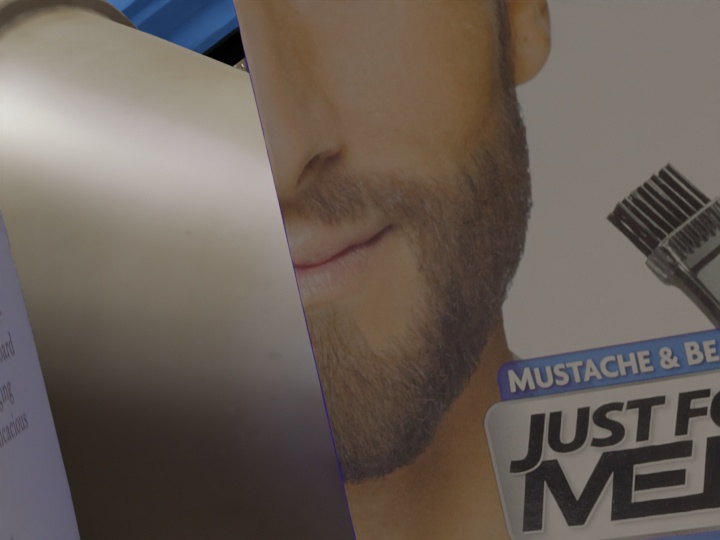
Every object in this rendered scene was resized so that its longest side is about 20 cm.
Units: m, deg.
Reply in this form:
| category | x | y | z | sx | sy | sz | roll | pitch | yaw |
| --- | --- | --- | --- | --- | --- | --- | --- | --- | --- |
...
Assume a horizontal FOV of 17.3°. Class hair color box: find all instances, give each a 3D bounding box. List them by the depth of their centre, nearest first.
| category | x | y | z | sx | sy | sz | roll | pitch | yaw |
| --- | --- | --- | --- | --- | --- | --- | --- | --- | --- |
| hair color box | 0.046 | -0.004 | 0.495 | 0.109 | 0.201 | 0.065 | -10 | 5 | 25 |

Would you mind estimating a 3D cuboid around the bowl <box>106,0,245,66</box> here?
| category | x | y | z | sx | sy | sz | roll | pitch | yaw |
| --- | --- | --- | --- | --- | --- | --- | --- | --- | --- |
| bowl | -0.068 | -0.093 | 0.913 | 0.200 | 0.039 | 0.201 | -37 | 3 | 3 |

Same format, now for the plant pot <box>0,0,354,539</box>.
| category | x | y | z | sx | sy | sz | roll | pitch | yaw |
| --- | --- | --- | --- | --- | --- | --- | --- | --- | --- |
| plant pot | -0.046 | 0.026 | 0.644 | 0.173 | 0.201 | 0.200 | 9 | 14 | 23 |

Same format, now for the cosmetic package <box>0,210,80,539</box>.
| category | x | y | z | sx | sy | sz | roll | pitch | yaw |
| --- | --- | --- | --- | --- | --- | --- | --- | --- | --- |
| cosmetic package | -0.163 | 0.046 | 0.490 | 0.167 | 0.201 | 0.166 | -13 | 5 | 8 |
